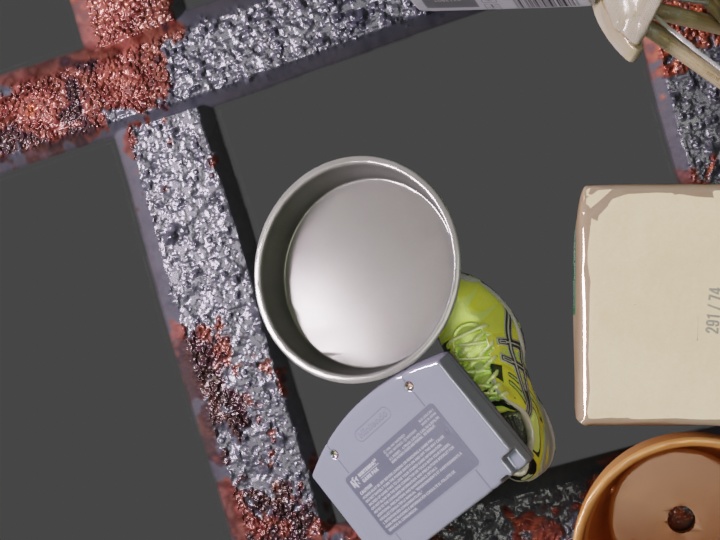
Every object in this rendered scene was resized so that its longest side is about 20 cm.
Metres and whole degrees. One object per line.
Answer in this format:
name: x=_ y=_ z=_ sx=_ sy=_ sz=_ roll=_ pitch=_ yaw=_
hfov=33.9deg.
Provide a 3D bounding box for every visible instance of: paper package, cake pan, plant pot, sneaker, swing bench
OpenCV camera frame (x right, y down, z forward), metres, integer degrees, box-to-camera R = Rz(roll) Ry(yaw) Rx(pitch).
paper package: x=0.274 y=0.032 z=0.991 sx=0.188 sy=0.103 sz=0.202 roll=1 pitch=87 yaw=9
cake pan: x=0.000 y=0.000 z=1.056 sx=0.198 sy=0.037 sz=0.203 roll=-3 pitch=83 yaw=22
plant pot: x=0.277 y=0.228 z=0.998 sx=0.198 sy=0.140 sz=0.202 roll=1 pitch=93 yaw=9
sneaker: x=0.119 y=0.092 z=1.047 sx=0.075 sy=0.076 sz=0.201 roll=-28 pitch=88 yaw=12
swing bench: x=0.297 y=-0.252 z=0.920 sx=0.199 sy=0.130 sz=0.200 roll=25 pitch=141 yaw=6

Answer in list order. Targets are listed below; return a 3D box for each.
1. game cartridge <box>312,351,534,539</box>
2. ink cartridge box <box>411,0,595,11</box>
game cartridge: x=0.046 y=0.164 z=1.044 sx=0.134 sy=0.040 sz=0.200 roll=49 pitch=126 yaw=6
ink cartridge box: x=0.132 y=-0.326 z=1.020 sx=0.161 sy=0.057 sz=0.202 roll=4 pitch=74 yaw=26
